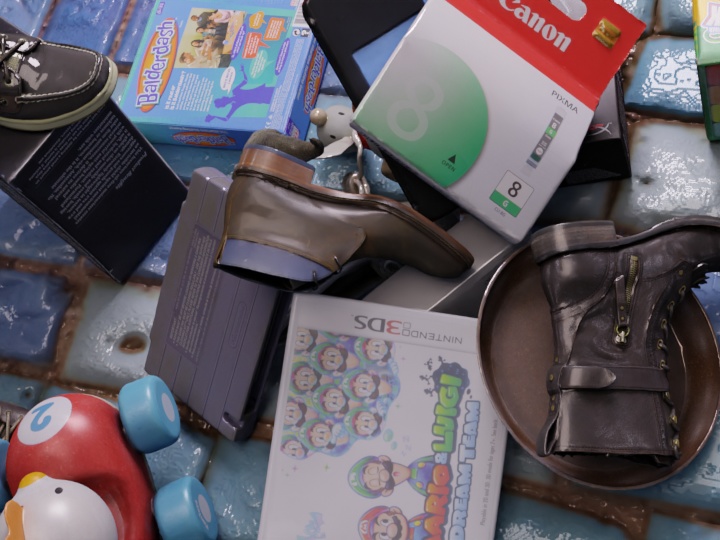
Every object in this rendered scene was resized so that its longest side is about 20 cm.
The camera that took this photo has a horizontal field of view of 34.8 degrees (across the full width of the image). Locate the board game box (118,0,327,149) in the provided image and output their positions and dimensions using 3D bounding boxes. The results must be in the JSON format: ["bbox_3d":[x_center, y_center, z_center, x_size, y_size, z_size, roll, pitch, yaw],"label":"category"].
[{"bbox_3d":[-0.134,-0.199,1.142,0.197,0.045,0.154,8,71,23],"label":"board game box"}]

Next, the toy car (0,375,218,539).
[{"bbox_3d":[-0.235,0.190,0.897,0.182,0.200,0.179,-21,87,5],"label":"toy car"}]

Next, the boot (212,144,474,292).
[{"bbox_3d":[-0.016,-0.012,0.882,0.197,0.075,0.098,23,76,1],"label":"boot"}]

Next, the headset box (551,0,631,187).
[{"bbox_3d":[0.152,-0.175,1.003,0.146,0.077,0.203,-7,67,18],"label":"headset box"}]

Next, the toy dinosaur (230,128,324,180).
[{"bbox_3d":[-0.075,-0.077,0.985,0.076,0.200,0.103,-35,81,-10],"label":"toy dinosaur"}]

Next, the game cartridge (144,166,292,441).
[{"bbox_3d":[-0.118,0.028,0.986,0.129,0.038,0.203,34,117,34],"label":"game cartridge"}]

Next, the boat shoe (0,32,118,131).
[{"bbox_3d":[-0.298,-0.162,0.947,0.197,0.066,0.073,3,65,21],"label":"boat shoe"}]

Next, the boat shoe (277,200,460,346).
[{"bbox_3d":[-0.001,0.000,0.990,0.199,0.074,0.066,-23,67,15],"label":"boat shoe"}]

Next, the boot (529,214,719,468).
[{"bbox_3d":[0.209,0.054,0.837,0.196,0.069,0.177,-3,75,-14],"label":"boot"}]

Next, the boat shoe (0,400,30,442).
[{"bbox_3d":[-0.327,0.156,1.042,0.197,0.073,0.076,7,70,24],"label":"boat shoe"}]

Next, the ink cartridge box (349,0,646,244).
[{"bbox_3d":[0.109,-0.148,0.868,0.160,0.050,0.201,34,93,-8],"label":"ink cartridge box"}]

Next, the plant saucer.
[{"bbox_3d":[0.177,0.067,0.868,0.197,0.032,0.204,5,67,-13],"label":"plant saucer"}]

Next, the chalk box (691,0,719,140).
[{"bbox_3d":[0.328,-0.184,0.911,0.122,0.125,0.203,-3,65,19],"label":"chalk box"}]

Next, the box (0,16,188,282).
[{"bbox_3d":[-0.295,-0.121,1.081,0.199,0.199,0.124,34,78,29],"label":"box"}]

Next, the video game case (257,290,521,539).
[{"bbox_3d":[0.022,0.129,0.882,0.179,0.024,0.204,8,86,0],"label":"video game case"}]

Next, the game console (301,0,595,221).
[{"bbox_3d":[0.074,-0.166,0.897,0.175,0.031,0.202,-32,96,-8],"label":"game console"}]

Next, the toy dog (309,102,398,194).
[{"bbox_3d":[0.004,-0.126,0.981,0.199,0.095,0.134,-20,53,49],"label":"toy dog"}]

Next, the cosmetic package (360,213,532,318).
[{"bbox_3d":[0.058,0.030,0.946,0.199,0.083,0.051,-39,62,2],"label":"cosmetic package"}]
